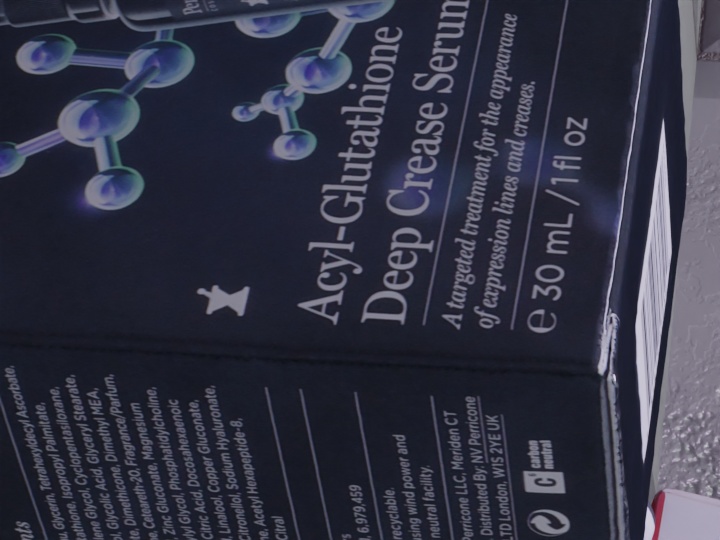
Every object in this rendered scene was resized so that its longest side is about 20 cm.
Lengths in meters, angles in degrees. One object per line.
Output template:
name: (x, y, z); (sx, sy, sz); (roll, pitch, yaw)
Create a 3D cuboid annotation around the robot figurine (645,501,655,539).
robot figurine: (0.049, 0.128, 1.172); (0.200, 0.125, 0.150); (-57, 133, -14)

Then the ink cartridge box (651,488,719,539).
ink cartridge box: (0.172, 0.231, 1.232); (0.200, 0.144, 0.145); (104, 1, -46)

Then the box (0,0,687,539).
box: (-0.028, -0.003, 0.638); (0.107, 0.200, 0.149); (80, 17, -47)
